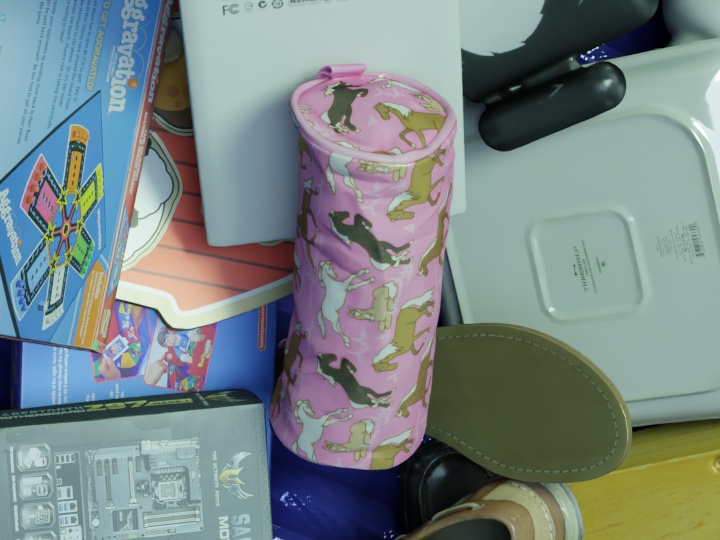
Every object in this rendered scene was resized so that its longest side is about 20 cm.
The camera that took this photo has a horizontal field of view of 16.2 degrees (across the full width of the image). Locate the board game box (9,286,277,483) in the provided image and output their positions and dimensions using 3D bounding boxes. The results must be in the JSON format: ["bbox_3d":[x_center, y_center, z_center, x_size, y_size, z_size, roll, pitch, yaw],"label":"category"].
[{"bbox_3d":[-0.116,0.105,1.326,0.134,0.045,0.201,1,97,-14],"label":"board game box"}]

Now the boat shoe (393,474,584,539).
[{"bbox_3d":[0.027,0.171,1.319,0.200,0.072,0.076,-46,75,27],"label":"boat shoe"}]

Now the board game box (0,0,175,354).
[{"bbox_3d":[-0.157,-0.064,1.261,0.103,0.019,0.200,8,81,16],"label":"board game box"}]

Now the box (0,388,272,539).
[{"bbox_3d":[-0.122,0.167,1.283,0.157,0.051,0.201,-5,98,-12],"label":"box"}]

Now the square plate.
[{"bbox_3d":[0.121,-0.008,1.322,0.198,0.028,0.200,-8,103,25],"label":"square plate"}]

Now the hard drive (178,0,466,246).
[{"bbox_3d":[-0.018,-0.104,1.213,0.132,0.027,0.200,-7,129,-4],"label":"hard drive"}]

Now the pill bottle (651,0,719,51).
[{"bbox_3d":[0.231,-0.147,1.343,0.111,0.111,0.200,40,87,-15],"label":"pill bottle"}]

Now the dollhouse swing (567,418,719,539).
[{"bbox_3d":[0.227,0.165,1.407,0.181,0.176,0.200,-13,102,22],"label":"dollhouse swing"}]

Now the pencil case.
[{"bbox_3d":[0.000,0.000,1.222,0.086,0.083,0.200,19,128,17],"label":"pencil case"}]

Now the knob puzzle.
[{"bbox_3d":[-0.074,-0.067,1.296,0.219,0.030,0.220,2,81,-14],"label":"knob puzzle"}]

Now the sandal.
[{"bbox_3d":[0.060,0.060,1.317,0.070,0.211,0.078,-8,102,-56],"label":"sandal"}]

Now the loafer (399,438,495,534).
[{"bbox_3d":[0.083,0.182,1.370,0.073,0.072,0.200,-29,102,-8],"label":"loafer"}]

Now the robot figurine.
[{"bbox_3d":[0.071,-0.156,1.275,0.200,0.150,0.125,-25,136,17],"label":"robot figurine"}]
